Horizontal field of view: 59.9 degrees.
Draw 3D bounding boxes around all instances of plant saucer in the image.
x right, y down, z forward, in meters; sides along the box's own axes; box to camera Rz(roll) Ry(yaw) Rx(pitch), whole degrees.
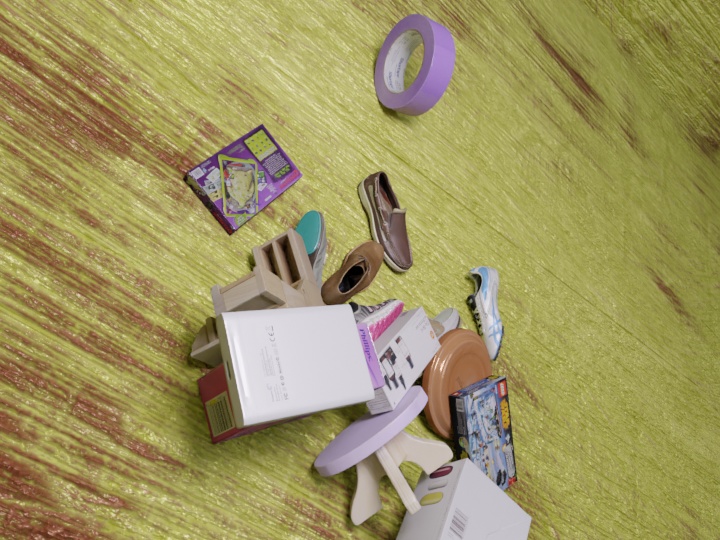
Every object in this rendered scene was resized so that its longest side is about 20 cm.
[{"bbox_3d":[0.187,0.210,1.158,0.198,0.032,0.205,-1,91,-45],"label":"plant saucer"}]

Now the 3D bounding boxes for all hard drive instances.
[{"bbox_3d":[-0.078,0.113,0.786,0.197,0.027,0.134,-1,68,-41],"label":"hard drive"}]

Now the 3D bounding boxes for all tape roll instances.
[{"bbox_3d":[0.115,-0.447,1.370,0.065,0.199,0.204,8,63,-38],"label":"tape roll"}]

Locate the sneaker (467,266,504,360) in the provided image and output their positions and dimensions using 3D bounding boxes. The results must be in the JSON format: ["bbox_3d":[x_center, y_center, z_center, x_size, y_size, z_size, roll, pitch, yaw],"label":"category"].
[{"bbox_3d":[0.262,0.091,1.323,0.071,0.072,0.204,0,71,-3],"label":"sneaker"}]

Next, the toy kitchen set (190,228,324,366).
[{"bbox_3d":[-0.174,0.024,0.924,0.200,0.161,0.183,41,25,-60],"label":"toy kitchen set"}]

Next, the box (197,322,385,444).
[{"bbox_3d":[-0.099,0.159,0.887,0.197,0.175,0.098,-7,72,-43],"label":"box"}]

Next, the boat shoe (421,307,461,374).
[{"bbox_3d":[0.125,0.121,1.173,0.069,0.074,0.200,56,46,-10],"label":"boat shoe"}]

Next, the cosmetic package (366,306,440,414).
[{"bbox_3d":[0.063,0.141,1.018,0.200,0.050,0.084,-40,108,-53],"label":"cosmetic package"}]

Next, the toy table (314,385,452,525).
[{"bbox_3d":[0.041,0.284,0.953,0.118,0.198,0.184,57,6,-4],"label":"toy table"}]

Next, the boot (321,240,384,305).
[{"bbox_3d":[0.000,0.000,1.128,0.074,0.075,0.200,50,44,-6],"label":"boot"}]

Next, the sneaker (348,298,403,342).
[{"bbox_3d":[0.013,0.086,1.092,0.199,0.086,0.075,-24,128,-63],"label":"sneaker"}]

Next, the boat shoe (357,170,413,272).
[{"bbox_3d":[0.059,-0.099,1.228,0.074,0.074,0.205,-18,81,-44],"label":"boat shoe"}]

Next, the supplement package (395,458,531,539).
[{"bbox_3d":[0.143,0.415,0.922,0.156,0.110,0.201,43,46,-12],"label":"supplement package"}]

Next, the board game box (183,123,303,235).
[{"bbox_3d":[-0.195,-0.161,1.074,0.120,0.032,0.200,48,46,-5],"label":"board game box"}]

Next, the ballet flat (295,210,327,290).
[{"bbox_3d":[-0.089,-0.007,1.074,0.064,0.066,0.203,50,39,-48],"label":"ballet flat"}]

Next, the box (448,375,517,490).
[{"bbox_3d":[0.226,0.309,1.144,0.135,0.039,0.205,-10,95,-43],"label":"box"}]
